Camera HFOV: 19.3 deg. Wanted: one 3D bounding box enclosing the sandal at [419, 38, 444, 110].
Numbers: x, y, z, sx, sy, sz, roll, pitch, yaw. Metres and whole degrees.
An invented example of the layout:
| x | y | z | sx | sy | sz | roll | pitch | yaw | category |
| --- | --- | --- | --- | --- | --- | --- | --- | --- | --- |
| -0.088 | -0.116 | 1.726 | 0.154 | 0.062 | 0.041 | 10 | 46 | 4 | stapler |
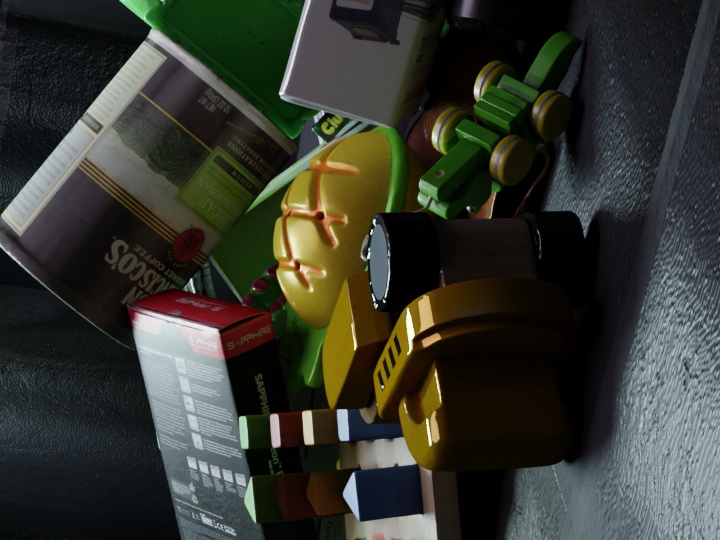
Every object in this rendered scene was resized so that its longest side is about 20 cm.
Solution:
| x | y | z | sx | sy | sz | roll | pitch | yaw | category |
| --- | --- | --- | --- | --- | --- | --- | --- | --- | --- |
| 0.071 | -0.191 | 1.678 | 0.048 | 0.075 | 0.201 | -41 | 39 | 32 | sandal |

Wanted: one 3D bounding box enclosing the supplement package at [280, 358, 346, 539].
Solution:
| x | y | z | sx | sy | sz | roll | pitch | yaw | category |
| --- | --- | --- | --- | --- | --- | --- | --- | --- | --- |
| -0.019 | 0.147 | 1.720 | 0.156 | 0.111 | 0.201 | 120 | 158 | -70 | supplement package |

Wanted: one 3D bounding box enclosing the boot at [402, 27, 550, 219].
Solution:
| x | y | z | sx | sy | sz | roll | pitch | yaw | category |
| --- | --- | --- | --- | --- | --- | --- | --- | --- | --- |
| 0.085 | -0.055 | 1.462 | 0.200 | 0.068 | 0.189 | -103 | 29 | -52 | boot |

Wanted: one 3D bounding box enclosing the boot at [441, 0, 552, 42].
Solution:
| x | y | z | sx | sy | sz | roll | pitch | yaw | category |
| --- | --- | --- | --- | --- | --- | --- | --- | --- | --- |
| 0.106 | -0.232 | 1.354 | 0.200 | 0.076 | 0.169 | -90 | 13 | -88 | boot |

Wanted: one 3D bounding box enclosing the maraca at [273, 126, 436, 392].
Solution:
| x | y | z | sx | sy | sz | roll | pitch | yaw | category |
| --- | --- | --- | --- | --- | --- | --- | --- | --- | --- |
| -0.013 | -0.008 | 1.477 | 0.137 | 0.107 | 0.200 | -103 | 35 | -60 | maraca |

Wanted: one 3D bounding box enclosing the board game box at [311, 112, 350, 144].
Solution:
| x | y | z | sx | sy | sz | roll | pitch | yaw | category |
| --- | --- | --- | --- | --- | --- | --- | --- | --- | --- |
| 0.025 | -0.182 | 1.761 | 0.105 | 0.023 | 0.200 | -44 | 6 | 30 | board game box |

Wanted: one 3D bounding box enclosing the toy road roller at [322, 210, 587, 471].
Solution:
| x | y | z | sx | sy | sz | roll | pitch | yaw | category |
| --- | --- | --- | --- | --- | --- | --- | --- | --- | --- |
| 0.058 | 0.061 | 1.220 | 0.200 | 0.123 | 0.146 | 112 | 154 | -59 | toy road roller |

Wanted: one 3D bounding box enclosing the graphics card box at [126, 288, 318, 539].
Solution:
| x | y | z | sx | sy | sz | roll | pitch | yaw | category |
| --- | --- | --- | --- | --- | --- | --- | --- | --- | --- |
| -0.100 | 0.118 | 1.545 | 0.125 | 0.051 | 0.200 | 11 | 117 | 50 | graphics card box |

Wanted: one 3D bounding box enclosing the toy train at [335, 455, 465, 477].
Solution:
| x | y | z | sx | sy | sz | roll | pitch | yaw | category |
| --- | --- | --- | --- | --- | --- | --- | --- | --- | --- |
| 0.031 | 0.128 | 1.519 | 0.200 | 0.055 | 0.151 | -121 | 32 | -56 | toy train |

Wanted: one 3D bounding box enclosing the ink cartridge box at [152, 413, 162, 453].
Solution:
| x | y | z | sx | sy | sz | roll | pitch | yaw | category |
| --- | --- | --- | --- | --- | --- | --- | --- | --- | --- |
| -0.125 | 0.111 | 1.653 | 0.200 | 0.048 | 0.146 | -133 | 32 | -63 | ink cartridge box |

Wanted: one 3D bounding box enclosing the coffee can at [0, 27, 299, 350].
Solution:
| x | y | z | sx | sy | sz | roll | pitch | yaw | category |
| --- | --- | --- | --- | --- | --- | --- | --- | --- | --- |
| -0.165 | -0.062 | 1.607 | 0.200 | 0.146 | 0.146 | -51 | 8 | -1 | coffee can |

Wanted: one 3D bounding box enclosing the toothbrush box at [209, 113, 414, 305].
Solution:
| x | y | z | sx | sy | sz | roll | pitch | yaw | category |
| --- | --- | --- | --- | --- | --- | --- | --- | --- | --- |
| -0.031 | -0.050 | 1.732 | 0.086 | 0.200 | 0.146 | 55 | 178 | -7 | toothbrush box |

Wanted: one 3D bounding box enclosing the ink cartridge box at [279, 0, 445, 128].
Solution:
| x | y | z | sx | sy | sz | roll | pitch | yaw | category |
| --- | --- | --- | --- | --- | --- | --- | --- | --- | --- |
| 0.021 | -0.206 | 1.435 | 0.145 | 0.084 | 0.200 | -45 | -27 | -76 | ink cartridge box |

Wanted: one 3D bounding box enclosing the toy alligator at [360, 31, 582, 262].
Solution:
| x | y | z | sx | sy | sz | roll | pitch | yaw | category |
| --- | --- | --- | --- | --- | --- | --- | --- | --- | --- |
| 0.073 | -0.064 | 1.297 | 0.200 | 0.059 | 0.054 | -49 | -36 | -16 | toy alligator |

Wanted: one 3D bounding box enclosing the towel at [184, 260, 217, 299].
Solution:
| x | y | z | sx | sy | sz | roll | pitch | yaw | category |
| --- | --- | --- | --- | --- | --- | --- | --- | --- | --- |
| -0.116 | 0.078 | 1.771 | 0.193 | 0.034 | 0.201 | 169 | 86 | -80 | towel |

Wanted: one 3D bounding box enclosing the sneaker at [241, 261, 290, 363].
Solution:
| x | y | z | sx | sy | sz | roll | pitch | yaw | category |
| --- | --- | --- | --- | --- | --- | --- | --- | --- | --- |
| 0.000 | 0.000 | 1.631 | 0.084 | 0.200 | 0.077 | 49 | -170 | -43 | sneaker |

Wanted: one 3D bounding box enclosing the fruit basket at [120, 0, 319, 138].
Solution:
| x | y | z | sx | sy | sz | roll | pitch | yaw | category |
| --- | --- | --- | --- | --- | --- | --- | --- | --- | --- |
| -0.082 | -0.228 | 1.726 | 0.156 | 0.215 | 0.216 | -46 | 18 | 15 | fruit basket |

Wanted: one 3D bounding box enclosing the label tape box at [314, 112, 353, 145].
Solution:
| x | y | z | sx | sy | sz | roll | pitch | yaw | category |
| --- | --- | --- | --- | --- | --- | --- | --- | --- | --- |
| -0.010 | -0.140 | 1.942 | 0.143 | 0.066 | 0.201 | -123 | 19 | -80 | label tape box |

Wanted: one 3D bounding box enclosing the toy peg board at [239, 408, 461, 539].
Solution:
| x | y | z | sx | sy | sz | roll | pitch | yaw | category |
| --- | --- | --- | --- | --- | --- | --- | --- | --- | --- |
| -0.011 | 0.170 | 1.409 | 0.199 | 0.098 | 0.201 | 161 | 105 | -72 | toy peg board |

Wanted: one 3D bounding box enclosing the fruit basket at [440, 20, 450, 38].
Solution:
| x | y | z | sx | sy | sz | roll | pitch | yaw | category |
| --- | --- | --- | --- | --- | --- | --- | --- | --- | --- |
| 0.046 | -0.247 | 1.610 | 0.185 | 0.094 | 0.200 | -36 | 30 | 31 | fruit basket |
